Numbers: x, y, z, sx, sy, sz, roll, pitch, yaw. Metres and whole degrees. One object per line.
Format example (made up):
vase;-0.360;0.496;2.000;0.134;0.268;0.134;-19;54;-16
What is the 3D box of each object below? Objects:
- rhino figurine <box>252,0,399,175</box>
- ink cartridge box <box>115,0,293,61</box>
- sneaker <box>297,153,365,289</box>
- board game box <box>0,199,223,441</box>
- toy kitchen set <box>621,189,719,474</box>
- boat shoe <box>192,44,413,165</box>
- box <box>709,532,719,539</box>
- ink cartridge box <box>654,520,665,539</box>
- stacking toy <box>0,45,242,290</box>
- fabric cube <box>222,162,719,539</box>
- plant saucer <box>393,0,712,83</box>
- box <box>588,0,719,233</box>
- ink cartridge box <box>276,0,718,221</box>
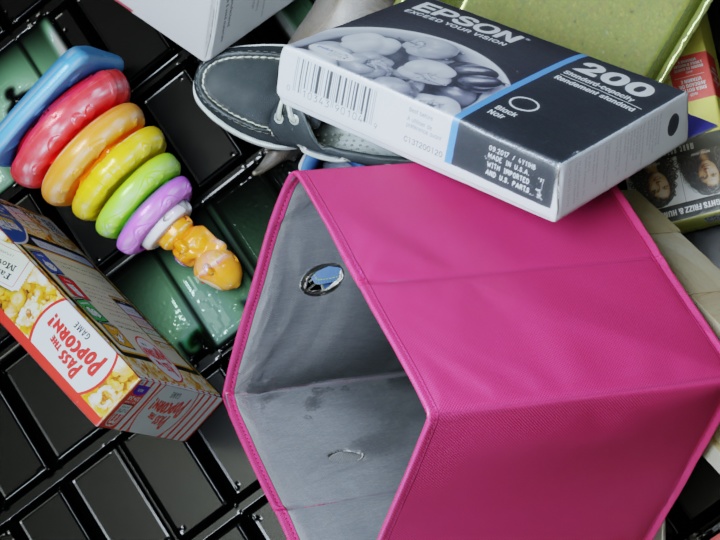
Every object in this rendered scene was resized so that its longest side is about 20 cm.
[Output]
rhino figurine;-0.019;-0.149;1.415;0.060;0.087;0.200;37;94;20
ink cartridge box;-0.091;-0.251;1.398;0.148;0.086;0.200;34;52;18
sneaker;0.000;0.000;1.390;0.074;0.082;0.200;-20;77;12
board game box;-0.200;0.030;1.413;0.200;0.151;0.046;44;96;19
toy kitchen set;0.238;0.065;1.251;0.200;0.180;0.163;-129;41;-50
boat shoe;-0.019;-0.109;1.339;0.200;0.060;0.076;12;87;10
box;0.225;0.231;1.242;0.200;0.095;0.103;-33;58;-3
ink cartridge box;0.105;0.153;1.339;0.200;0.067;0.116;-4;79;18
stacking toy;-0.159;-0.056;1.452;0.200;0.116;0.110;44;100;5
fabric cube;0.061;0.065;1.181;0.200;0.199;0.196;61;146;38
plant saucer;0.137;-0.181;1.342;0.200;0.048;0.200;35;101;27
box;0.202;-0.125;1.359;0.075;0.050;0.200;-13;77;18
ink cartridge box;0.088;-0.109;1.222;0.198;0.200;0.043;25;122;28
